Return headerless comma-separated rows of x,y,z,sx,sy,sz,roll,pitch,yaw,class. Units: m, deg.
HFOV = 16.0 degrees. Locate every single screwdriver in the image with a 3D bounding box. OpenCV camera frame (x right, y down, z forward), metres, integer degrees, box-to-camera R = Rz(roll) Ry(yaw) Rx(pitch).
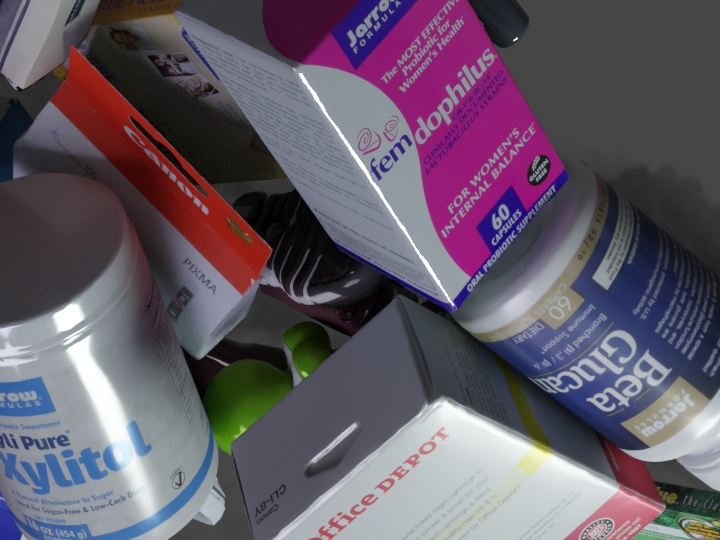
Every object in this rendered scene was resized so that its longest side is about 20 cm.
0.013,-0.181,1.266,0.200,0.028,0.029,43,175,-26,screwdriver

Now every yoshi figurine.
-0.049,0.120,1.600,0.112,0.112,0.201,23,136,32,yoshi figurine

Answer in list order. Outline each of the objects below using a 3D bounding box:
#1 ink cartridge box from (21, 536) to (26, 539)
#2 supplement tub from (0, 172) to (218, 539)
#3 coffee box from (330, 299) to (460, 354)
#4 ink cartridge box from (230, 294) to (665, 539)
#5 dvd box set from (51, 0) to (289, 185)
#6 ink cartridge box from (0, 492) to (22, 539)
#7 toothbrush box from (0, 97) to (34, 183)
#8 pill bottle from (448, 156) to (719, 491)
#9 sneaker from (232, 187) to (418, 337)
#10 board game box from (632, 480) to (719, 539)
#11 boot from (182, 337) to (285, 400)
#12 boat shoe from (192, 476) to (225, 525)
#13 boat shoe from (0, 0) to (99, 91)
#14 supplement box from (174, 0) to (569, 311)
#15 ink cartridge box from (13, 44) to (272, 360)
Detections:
-0.215,0.137,1.765,0.084,0.201,0.146,-1,143,41,ink cartridge box
-0.166,0.059,1.474,0.131,0.132,0.201,8,138,27,supplement tub
0.078,0.103,1.563,0.114,0.080,0.200,-28,139,4,coffee box
0.048,0.117,1.440,0.145,0.084,0.199,-42,134,22,ink cartridge box
-0.075,-0.105,1.445,0.199,0.030,0.146,-3,141,38,dvd box set
-0.201,0.080,1.585,0.037,0.201,0.095,15,171,34,ink cartridge box
-0.234,0.006,1.627,0.085,0.147,0.200,6,147,31,toothbrush box
0.152,0.036,1.426,0.200,0.112,0.111,37,148,-22,pill bottle
0.000,0.000,1.511,0.115,0.076,0.200,29,173,-25,sneaker
0.237,0.178,1.654,0.199,0.024,0.105,8,149,42,board game box
-0.051,0.077,1.680,0.165,0.073,0.200,25,154,-5,boot
-0.123,0.115,1.707,0.073,0.067,0.200,21,166,15,boat shoe
-0.172,-0.184,1.354,0.093,0.075,0.200,43,137,6,boat shoe
0.009,-0.088,1.308,0.103,0.101,0.200,29,162,44,supplement box
-0.129,-0.033,1.469,0.163,0.057,0.200,45,171,3,ink cartridge box
